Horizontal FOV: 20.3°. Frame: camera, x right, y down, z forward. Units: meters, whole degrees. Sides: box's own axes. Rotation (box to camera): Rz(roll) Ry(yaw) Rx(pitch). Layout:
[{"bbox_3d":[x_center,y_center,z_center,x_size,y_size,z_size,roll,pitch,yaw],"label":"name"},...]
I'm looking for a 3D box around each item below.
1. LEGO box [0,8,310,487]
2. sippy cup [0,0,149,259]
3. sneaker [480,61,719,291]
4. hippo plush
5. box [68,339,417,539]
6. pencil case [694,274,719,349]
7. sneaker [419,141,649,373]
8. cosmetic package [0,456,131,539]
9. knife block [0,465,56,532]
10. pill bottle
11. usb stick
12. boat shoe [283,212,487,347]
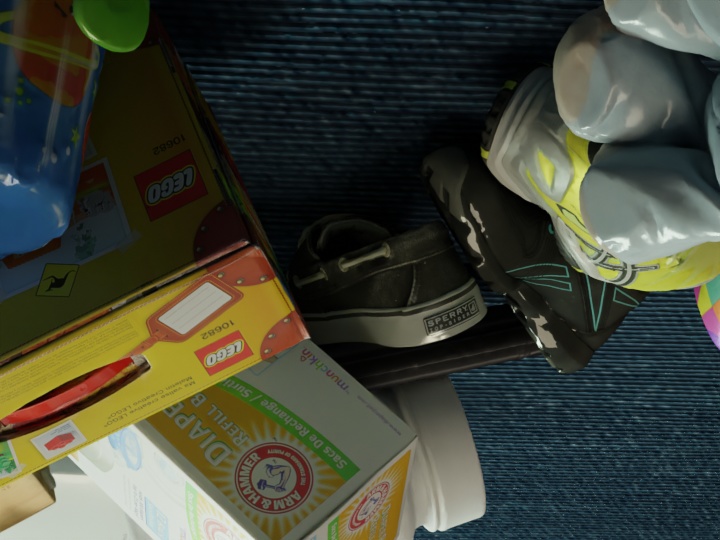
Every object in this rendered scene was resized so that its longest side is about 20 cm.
[{"bbox_3d":[-0.144,-0.001,0.865,0.199,0.149,0.077,-25,143,1],"label":"LEGO box"},{"bbox_3d":[-0.162,-0.077,0.801,0.139,0.131,0.178,4,157,-12],"label":"sippy cup"},{"bbox_3d":[0.133,-0.029,0.968,0.076,0.076,0.200,30,-178,39],"label":"sneaker"},{"bbox_3d":[0.196,-0.082,0.830,0.160,0.160,0.200,-18,-157,-38],"label":"hippo plush"},{"bbox_3d":[-0.077,0.081,1.048,0.101,0.200,0.113,-38,157,-27],"label":"box"},{"bbox_3d":[0.246,-0.014,1.030,0.088,0.089,0.200,5,155,-15],"label":"pencil case"},{"bbox_3d":[0.095,-0.020,1.049,0.079,0.076,0.200,-34,145,8],"label":"sneaker"},{"bbox_3d":[-0.173,0.116,1.254,0.199,0.108,0.085,4,132,-13],"label":"cosmetic package"},{"bbox_3d":[-0.237,0.097,0.936,0.175,0.200,0.064,-26,131,3],"label":"knife block"},{"bbox_3d":[-0.036,0.124,1.156,0.199,0.114,0.114,-16,158,-8],"label":"pill bottle"},{"bbox_3d":[0.045,0.042,1.137,0.199,0.033,0.055,-11,-169,-24],"label":"usb stick"},{"bbox_3d":[0.000,0.000,1.069,0.071,0.064,0.200,-25,-170,-27],"label":"boat shoe"}]
